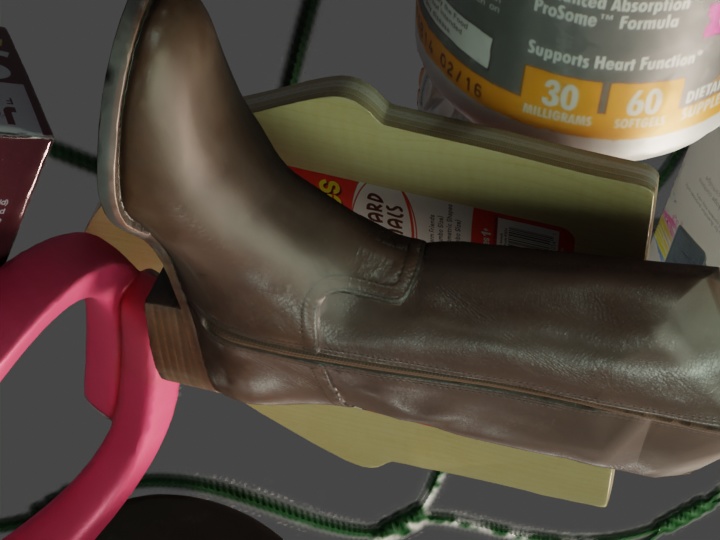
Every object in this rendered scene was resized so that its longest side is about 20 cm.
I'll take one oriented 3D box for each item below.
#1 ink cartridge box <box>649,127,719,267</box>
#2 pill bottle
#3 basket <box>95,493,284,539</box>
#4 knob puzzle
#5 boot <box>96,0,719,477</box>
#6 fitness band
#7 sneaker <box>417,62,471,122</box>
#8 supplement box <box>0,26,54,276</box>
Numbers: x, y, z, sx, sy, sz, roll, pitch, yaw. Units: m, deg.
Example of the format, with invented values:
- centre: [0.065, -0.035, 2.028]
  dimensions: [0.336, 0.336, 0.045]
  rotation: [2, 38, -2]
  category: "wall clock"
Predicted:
- centre: [0.184, 0.005, 0.858]
  dimensions: [0.116, 0.068, 0.201]
  rotation: [-8, 136, -24]
  category: "ink cartridge box"
- centre: [0.080, -0.141, 0.605]
  dimensions: [0.115, 0.117, 0.201]
  rotation: [-14, 138, -18]
  category: "pill bottle"
- centre: [-0.096, 0.206, 0.860]
  dimensions: [0.179, 0.136, 0.201]
  rotation: [-2, 130, -35]
  category: "basket"
- centre: [0.000, 0.000, 0.702]
  dimensions: [0.218, 0.031, 0.221]
  rotation: [14, 142, 11]
  category: "knob puzzle"
- centre: [0.028, -0.007, 0.605]
  dimensions: [0.198, 0.065, 0.187]
  rotation: [12, 147, 13]
  category: "boot"
- centre: [-0.124, 0.066, 0.702]
  dimensions: [0.144, 0.037, 0.201]
  rotation: [-43, 163, -26]
  category: "fitness band"
- centre: [0.051, 0.000, 0.755]
  dimensions: [0.075, 0.092, 0.201]
  rotation: [-12, 138, -20]
  category: "sneaker"
- centre: [-0.185, 0.011, 0.652]
  dimensions: [0.108, 0.061, 0.201]
  rotation: [3, 132, -34]
  category: "supplement box"
